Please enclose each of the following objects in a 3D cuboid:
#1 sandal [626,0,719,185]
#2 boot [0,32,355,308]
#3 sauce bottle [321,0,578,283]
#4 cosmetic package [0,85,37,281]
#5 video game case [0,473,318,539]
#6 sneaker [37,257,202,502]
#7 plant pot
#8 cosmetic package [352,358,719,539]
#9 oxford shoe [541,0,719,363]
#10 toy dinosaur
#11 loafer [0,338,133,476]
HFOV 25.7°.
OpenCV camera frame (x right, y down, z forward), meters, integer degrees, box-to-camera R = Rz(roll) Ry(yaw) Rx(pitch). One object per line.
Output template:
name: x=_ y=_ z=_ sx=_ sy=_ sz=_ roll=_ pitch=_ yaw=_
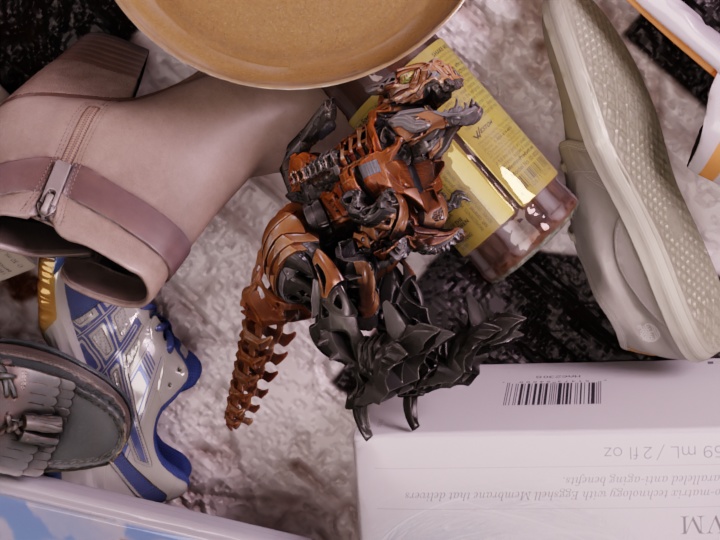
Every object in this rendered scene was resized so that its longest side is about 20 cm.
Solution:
sandal: x=0.174 y=-0.082 z=0.780 sx=0.206 sy=0.079 sz=0.059 roll=42 pitch=107 yaw=7
boot: x=-0.090 y=-0.044 z=0.781 sx=0.198 sy=0.147 sz=0.071 roll=12 pitch=139 yaw=2
sauce bottle: x=0.023 y=-0.088 z=0.775 sx=0.065 sy=0.065 sz=0.201 roll=-39 pitch=89 yaw=15
cosmetic package: x=-0.272 y=-0.026 z=0.832 sx=0.198 sy=0.071 sz=0.106 roll=-21 pitch=54 yaw=14
video game case: x=-0.119 y=0.211 z=0.836 sx=0.198 sy=0.022 sz=0.184 roll=12 pitch=103 yaw=8
sneaker: x=-0.131 y=0.033 z=0.860 sx=0.087 sy=0.075 sz=0.203 roll=-2 pitch=106 yaw=-6
plant pot: x=-0.032 y=-0.179 z=0.745 sx=0.197 sy=0.028 sz=0.203 roll=0 pitch=79 yaw=1
cosmetic package: x=0.106 y=0.160 z=0.816 sx=0.197 sy=0.123 sz=0.203 roll=-2 pitch=103 yaw=10
oxford shoe: x=0.126 y=-0.043 z=0.798 sx=0.057 sy=0.075 sz=0.202 roll=-16 pitch=99 yaw=36
toy dinosaur: x=0.000 y=0.000 z=0.745 sx=0.136 sy=0.102 sz=0.201 roll=49 pitch=138 yaw=21
loafer: x=-0.210 y=0.066 z=0.786 sx=0.198 sy=0.063 sz=0.073 roll=18 pitch=101 yaw=-13
